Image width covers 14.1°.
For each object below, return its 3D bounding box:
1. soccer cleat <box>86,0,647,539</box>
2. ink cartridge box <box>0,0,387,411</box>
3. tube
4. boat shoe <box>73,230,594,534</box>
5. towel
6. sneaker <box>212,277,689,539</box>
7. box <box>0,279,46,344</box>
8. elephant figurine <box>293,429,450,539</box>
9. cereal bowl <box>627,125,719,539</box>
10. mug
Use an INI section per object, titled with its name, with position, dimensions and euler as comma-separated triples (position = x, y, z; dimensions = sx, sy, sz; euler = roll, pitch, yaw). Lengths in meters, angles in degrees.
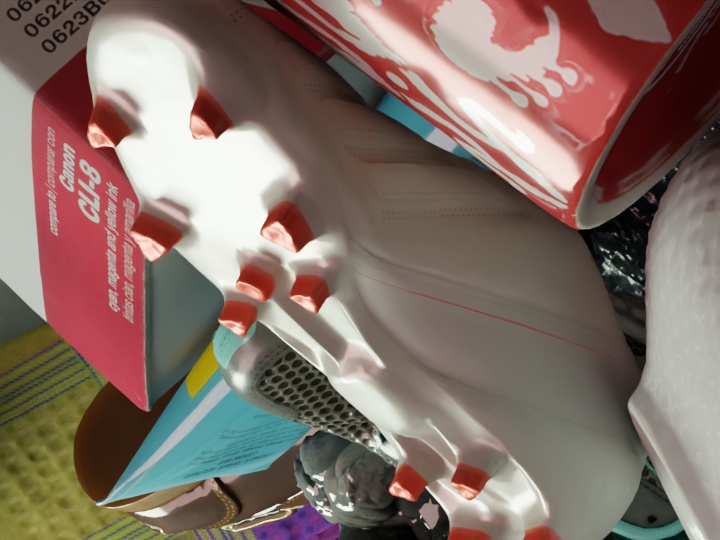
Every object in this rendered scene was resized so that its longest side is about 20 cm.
[soccer cleat]
position = 0.007, -0.008, 0.710
dimensions = 0.069, 0.078, 0.200
euler = -1, 139, 46
[ink cartridge box]
position = -0.081, -0.095, 0.847
dimensions = 0.200, 0.145, 0.145
euler = 41, 159, 15
[tube]
position = 0.000, 0.000, 0.837
dimensions = 0.200, 0.077, 0.050
euler = -52, 59, 31
[boat shoe]
position = -0.001, 0.028, 0.945
dimensions = 0.200, 0.070, 0.070
euler = -28, 145, 32
[towel]
position = -0.054, 0.052, 1.017
dimensions = 0.144, 0.200, 0.023
euler = 60, 180, -36
[sneaker]
position = 0.055, 0.048, 0.798
dimensions = 0.200, 0.091, 0.078
euler = 14, 136, -24
[box]
position = -0.164, -0.042, 1.077
dimensions = 0.200, 0.171, 0.199
euler = 27, 153, 47
[elephant figurine]
position = 0.010, 0.150, 0.856
dimensions = 0.141, 0.200, 0.155
euler = 37, 148, -18
[cereal bowl]
position = 0.122, 0.055, 0.697
dimensions = 0.200, 0.083, 0.200
euler = 62, -178, -3
[mug]
position = 0.009, -0.120, 0.641
dimensions = 0.200, 0.133, 0.178
euler = 41, 160, 13
